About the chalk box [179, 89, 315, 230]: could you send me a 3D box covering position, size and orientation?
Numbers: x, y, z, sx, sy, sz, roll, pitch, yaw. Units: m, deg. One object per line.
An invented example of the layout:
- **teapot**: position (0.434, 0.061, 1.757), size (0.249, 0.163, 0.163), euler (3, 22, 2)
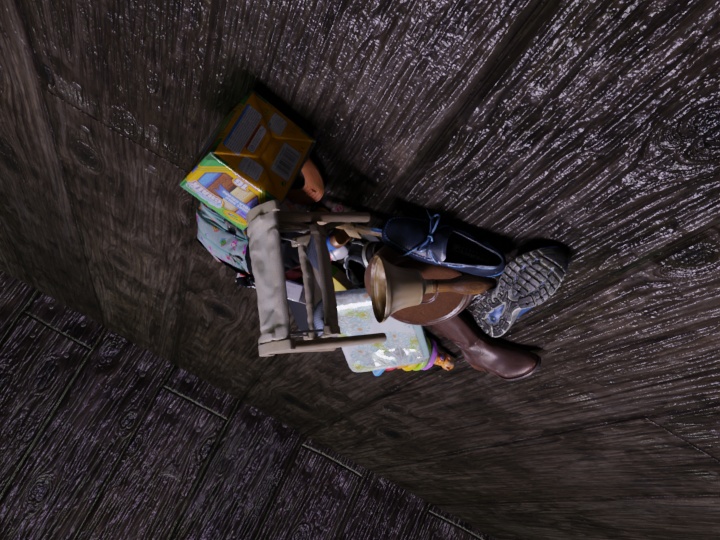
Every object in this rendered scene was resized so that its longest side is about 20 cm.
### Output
- **chalk box**: position (-0.181, -0.155, 1.066), size (0.123, 0.126, 0.199), euler (36, 153, -21)

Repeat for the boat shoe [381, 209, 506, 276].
- **boat shoe**: position (0.129, -0.047, 1.075), size (0.196, 0.086, 0.069), euler (11, 174, 3)

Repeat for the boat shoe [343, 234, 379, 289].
- **boat shoe**: position (0.000, 0.000, 1.317), size (0.074, 0.061, 0.201), euler (20, 155, 15)

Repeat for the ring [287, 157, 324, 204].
- **ring**: position (-0.145, -0.178, 1.161), size (0.197, 0.019, 0.201), euler (23, 157, 10)

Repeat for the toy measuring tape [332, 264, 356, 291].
- **toy measuring tape**: position (-0.039, 0.049, 1.418), size (0.199, 0.074, 0.074), euler (40, 157, 5)

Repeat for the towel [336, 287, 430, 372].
- **towel**: position (0.037, 0.112, 1.351), size (0.168, 0.049, 0.202), euler (-9, 129, 11)

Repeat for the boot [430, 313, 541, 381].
- **boot**: position (0.224, 0.126, 1.347), size (0.185, 0.065, 0.200), euler (-6, 136, 49)

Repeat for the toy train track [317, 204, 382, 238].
- **toy train track**: position (0.024, -0.076, 1.167), size (0.196, 0.033, 0.115), euler (12, 171, 12)

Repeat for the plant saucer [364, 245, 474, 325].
- **plant saucer**: position (0.104, 0.026, 1.175), size (0.196, 0.035, 0.203), euler (0, 132, 1)

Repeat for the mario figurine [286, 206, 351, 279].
- **mario figurine**: position (-0.097, -0.061, 1.312), size (0.199, 0.105, 0.125), euler (-28, 87, 50)

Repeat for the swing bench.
- **swing bench**: position (-0.082, 0.017, 1.035), size (0.198, 0.203, 0.128), euler (2, 168, -44)

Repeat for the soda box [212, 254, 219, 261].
- **soda box**: position (-0.224, -0.043, 1.463), size (0.197, 0.064, 0.069), euler (13, 154, 27)

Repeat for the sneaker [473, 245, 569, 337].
- **sneaker**: position (0.252, 0.020, 1.088), size (0.079, 0.089, 0.200), euler (47, 140, 7)

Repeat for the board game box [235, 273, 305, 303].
- **board game box**: position (-0.166, 0.031, 1.396), size (0.124, 0.035, 0.200), euler (18, 176, 3)

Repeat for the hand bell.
- **hand bell**: position (0.121, 0.025, 1.106), size (0.196, 0.106, 0.104), euler (-2, 160, -13)

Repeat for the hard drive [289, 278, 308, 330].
- **hard drive**: position (-0.084, 0.084, 1.538), size (0.198, 0.042, 0.137), euler (-1, 118, 45)

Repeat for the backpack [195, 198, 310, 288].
- **backpack**: position (-0.189, -0.073, 1.200), size (0.198, 0.166, 0.129), euler (29, 123, 29)

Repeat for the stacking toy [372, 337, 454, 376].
- **stacking toy**: position (0.123, 0.176, 1.516), size (0.197, 0.117, 0.110), euler (19, 132, -23)

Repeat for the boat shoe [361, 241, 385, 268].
- **boat shoe**: position (0.087, 0.005, 1.226), size (0.200, 0.073, 0.060), euler (33, 153, -34)
